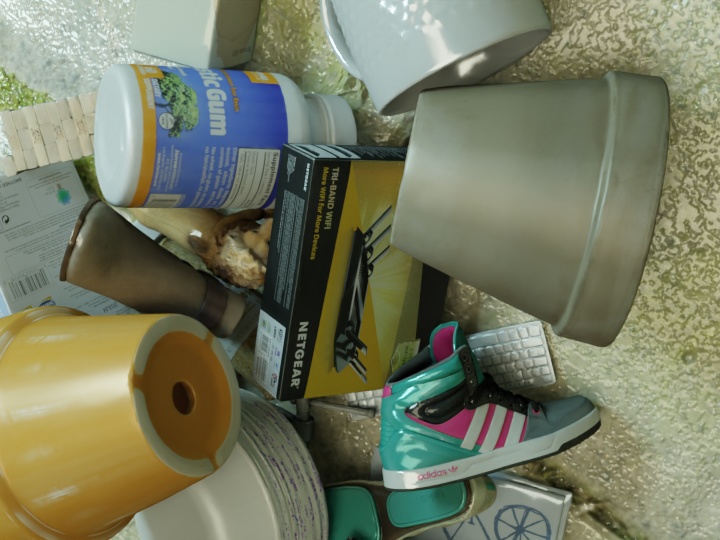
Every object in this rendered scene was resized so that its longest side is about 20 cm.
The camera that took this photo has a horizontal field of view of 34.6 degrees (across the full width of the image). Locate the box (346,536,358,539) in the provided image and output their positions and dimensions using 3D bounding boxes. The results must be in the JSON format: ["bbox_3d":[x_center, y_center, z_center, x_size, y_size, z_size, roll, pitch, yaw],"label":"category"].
[{"bbox_3d":[0.001,0.351,1.038,0.121,0.107,0.201,24,134,0],"label":"box"}]

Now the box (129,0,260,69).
[{"bbox_3d":[-0.125,-0.275,0.957,0.077,0.095,0.202,18,112,14],"label":"box"}]

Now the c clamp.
[{"bbox_3d":[-0.079,0.202,1.108,0.169,0.027,0.202,16,111,20],"label":"c clamp"}]

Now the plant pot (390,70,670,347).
[{"bbox_3d":[0.116,-0.060,0.851,0.171,0.200,0.202,12,110,2],"label":"plant pot"}]

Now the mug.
[{"bbox_3d":[0.031,-0.222,0.899,0.199,0.147,0.177,-27,86,55],"label":"mug"}]

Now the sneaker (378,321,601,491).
[{"bbox_3d":[0.101,0.099,0.958,0.198,0.083,0.122,-12,92,-20],"label":"sneaker"}]

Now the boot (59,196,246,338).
[{"bbox_3d":[-0.162,0.007,0.931,0.145,0.200,0.071,27,85,-8],"label":"boot"}]

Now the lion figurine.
[{"bbox_3d":[-0.145,-0.044,1.014,0.198,0.122,0.073,19,111,15],"label":"lion figurine"}]

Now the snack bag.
[{"bbox_3d":[0.092,0.271,1.072,0.186,0.021,0.202,11,108,18],"label":"snack bag"}]

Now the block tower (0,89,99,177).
[{"bbox_3d":[-0.216,-0.134,1.012,0.198,0.054,0.058,-15,100,0],"label":"block tower"}]

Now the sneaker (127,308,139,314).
[{"bbox_3d":[-0.208,0.115,1.077,0.077,0.082,0.202,30,131,22],"label":"sneaker"}]

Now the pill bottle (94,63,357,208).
[{"bbox_3d":[-0.108,-0.107,0.940,0.112,0.198,0.114,7,98,63],"label":"pill bottle"}]

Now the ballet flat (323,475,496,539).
[{"bbox_3d":[0.033,0.216,1.032,0.198,0.062,0.068,-16,73,33],"label":"ballet flat"}]

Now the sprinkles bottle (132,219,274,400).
[{"bbox_3d":[-0.136,0.032,1.062,0.199,0.068,0.068,39,114,5],"label":"sprinkles bottle"}]

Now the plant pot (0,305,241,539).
[{"bbox_3d":[-0.202,0.116,0.919,0.182,0.200,0.202,-16,99,32],"label":"plant pot"}]

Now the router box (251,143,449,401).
[{"bbox_3d":[0.000,0.000,0.951,0.052,0.156,0.202,30,117,50],"label":"router box"}]

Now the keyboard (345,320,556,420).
[{"bbox_3d":[0.074,0.091,1.032,0.198,0.011,0.057,-13,100,23],"label":"keyboard"}]

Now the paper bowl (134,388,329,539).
[{"bbox_3d":[-0.130,0.217,1.049,0.199,0.104,0.203,16,114,40],"label":"paper bowl"}]

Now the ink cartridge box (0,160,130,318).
[{"bbox_3d":[-0.300,0.009,1.073,0.076,0.136,0.202,-18,98,40],"label":"ink cartridge box"}]
